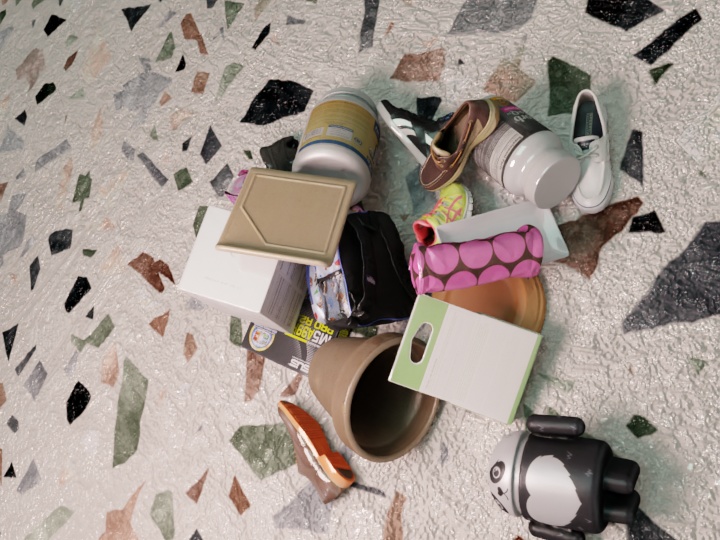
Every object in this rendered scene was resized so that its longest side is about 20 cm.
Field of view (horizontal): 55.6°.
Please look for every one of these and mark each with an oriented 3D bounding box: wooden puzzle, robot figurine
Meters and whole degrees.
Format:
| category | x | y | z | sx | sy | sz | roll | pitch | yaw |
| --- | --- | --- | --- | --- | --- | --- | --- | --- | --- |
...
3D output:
| category | x | y | z | sx | sy | sz | roll | pitch | yaw |
| --- | --- | --- | --- | --- | --- | --- | --- | --- | --- |
| wooden puzzle | -0.113 | -0.085 | 1.086 | 0.183 | 0.037 | 0.201 | 9 | 49 | 9 |
| robot figurine | 0.274 | 0.288 | 0.937 | 0.199 | 0.125 | 0.151 | 2 | 61 | 30 |

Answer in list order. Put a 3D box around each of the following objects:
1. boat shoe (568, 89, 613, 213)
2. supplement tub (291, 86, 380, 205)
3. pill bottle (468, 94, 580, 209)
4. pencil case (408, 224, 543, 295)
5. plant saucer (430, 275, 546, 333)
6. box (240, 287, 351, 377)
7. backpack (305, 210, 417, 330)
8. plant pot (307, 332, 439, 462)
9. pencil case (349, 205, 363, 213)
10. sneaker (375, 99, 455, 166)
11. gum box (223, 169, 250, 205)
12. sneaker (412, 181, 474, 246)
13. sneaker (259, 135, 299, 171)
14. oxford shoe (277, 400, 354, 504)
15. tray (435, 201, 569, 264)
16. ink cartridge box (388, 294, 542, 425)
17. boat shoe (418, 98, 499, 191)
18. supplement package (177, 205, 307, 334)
| category | x | y | z | sx | sy | sz | roll | pitch | yaw |
| --- | --- | --- | --- | --- | --- | --- | --- | --- | --- |
| boat shoe | 0.361 | -0.193 | 1.095 | 0.073 | 0.065 | 0.202 | -9 | 69 | 27 |
| supplement tub | -0.040 | -0.231 | 1.272 | 0.144 | 0.145 | 0.201 | -12 | 46 | 26 |
| pill bottle | 0.256 | -0.193 | 1.116 | 0.116 | 0.116 | 0.200 | -46 | 50 | 8 |
| pencil case | 0.168 | -0.016 | 1.021 | 0.198 | 0.091 | 0.094 | -7 | 27 | -10 |
| plant saucer | 0.200 | 0.058 | 1.118 | 0.199 | 0.037 | 0.202 | -10 | 68 | 27 |
| box | -0.114 | 0.104 | 1.280 | 0.199 | 0.044 | 0.161 | 18 | 81 | 34 |
| backpack | 0.000 | 0.000 | 1.152 | 0.153 | 0.199 | 0.192 | -11 | 85 | 41 |
| plant pot | 0.004 | 0.183 | 1.112 | 0.174 | 0.200 | 0.202 | 18 | 82 | 50 |
| pencil case | -0.075 | -0.068 | 1.298 | 0.199 | 0.083 | 0.087 | -7 | 31 | 29 |
| sneaker | 0.123 | -0.268 | 1.263 | 0.112 | 0.073 | 0.200 | -40 | 68 | 8 |
| gum box | -0.145 | -0.118 | 1.244 | 0.199 | 0.114 | 0.066 | 12 | 61 | 39 |
| sneaker | 0.133 | -0.080 | 1.144 | 0.078 | 0.090 | 0.201 | 122 | 163 | -51 |
| sneaker | -0.137 | -0.199 | 1.389 | 0.090 | 0.076 | 0.201 | -31 | 62 | 9 |
| oxford shoe | -0.096 | 0.310 | 1.182 | 0.073 | 0.071 | 0.200 | -50 | 56 | 12 |
| tray | 0.224 | -0.044 | 1.091 | 0.198 | 0.022 | 0.108 | -15 | 75 | -12 |
| ink cartridge box | 0.158 | 0.132 | 1.041 | 0.199 | 0.048 | 0.147 | 20 | 92 | 2 |
| boat shoe | 0.142 | -0.204 | 1.116 | 0.200 | 0.072 | 0.073 | -47 | 56 | 47 |
| supplement package | -0.188 | 0.004 | 1.190 | 0.151 | 0.200 | 0.152 | 16 | 78 | 14 |
